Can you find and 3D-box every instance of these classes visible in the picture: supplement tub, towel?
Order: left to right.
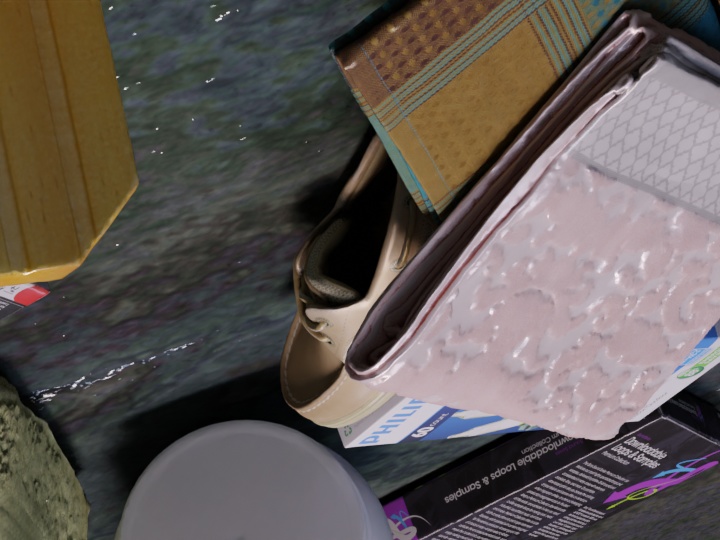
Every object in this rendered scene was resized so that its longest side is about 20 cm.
[{"bbox_3d":[-0.170,0.145,1.330,0.036,0.149,0.200,4,160,8],"label":"towel"},{"bbox_3d":[-0.051,0.168,1.455,0.144,0.146,0.200,-19,158,-3],"label":"supplement tub"},{"bbox_3d":[0.073,-0.080,1.102,0.146,0.022,0.200,-39,148,-2],"label":"towel"},{"bbox_3d":[0.108,-0.009,1.178,0.191,0.032,0.200,-50,146,17],"label":"towel"}]

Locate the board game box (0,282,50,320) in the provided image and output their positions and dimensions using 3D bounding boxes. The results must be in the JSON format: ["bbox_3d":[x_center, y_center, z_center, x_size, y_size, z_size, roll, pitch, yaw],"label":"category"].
[{"bbox_3d":[-0.227,0.003,1.081,0.126,0.035,0.200,-28,157,19],"label":"board game box"}]

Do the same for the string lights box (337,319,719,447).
[{"bbox_3d":[0.087,0.036,1.404,0.199,0.059,0.103,-3,153,-37],"label":"string lights box"}]

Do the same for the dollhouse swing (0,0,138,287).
[{"bbox_3d":[-0.132,-0.107,0.724,0.199,0.177,0.182,-7,155,-29],"label":"dollhouse swing"}]

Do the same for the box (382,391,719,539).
[{"bbox_3d":[0.115,0.128,1.678,0.199,0.036,0.143,-27,158,18],"label":"box"}]

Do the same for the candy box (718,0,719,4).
[{"bbox_3d":[0.224,-0.145,1.032,0.199,0.117,0.057,-19,158,-3],"label":"candy box"}]

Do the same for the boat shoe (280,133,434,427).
[{"bbox_3d":[0.000,0.000,1.234,0.065,0.072,0.200,-2,146,-30],"label":"boat shoe"}]
